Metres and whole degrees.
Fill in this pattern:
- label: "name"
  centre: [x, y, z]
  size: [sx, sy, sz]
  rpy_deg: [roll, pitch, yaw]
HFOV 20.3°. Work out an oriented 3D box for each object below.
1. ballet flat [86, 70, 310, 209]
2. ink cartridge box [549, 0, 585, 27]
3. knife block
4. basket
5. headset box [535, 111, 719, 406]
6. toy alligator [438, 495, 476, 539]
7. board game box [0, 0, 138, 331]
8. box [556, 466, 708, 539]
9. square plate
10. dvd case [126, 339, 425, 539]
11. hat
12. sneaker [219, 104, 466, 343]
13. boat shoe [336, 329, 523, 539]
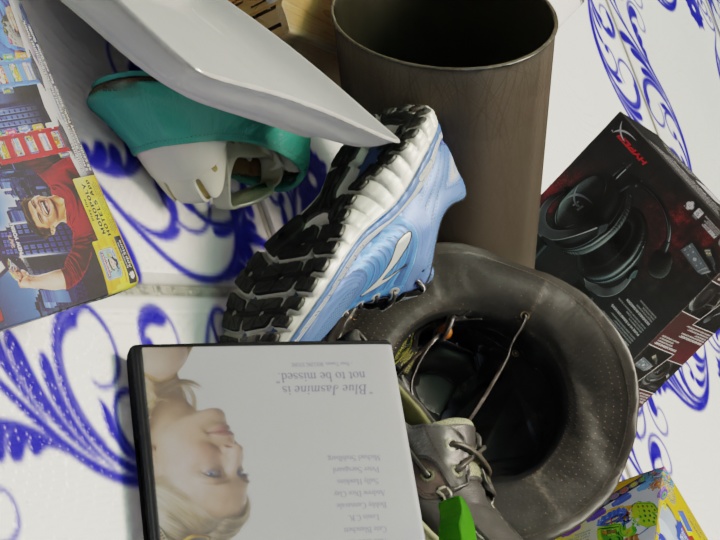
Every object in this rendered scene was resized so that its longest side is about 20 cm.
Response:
- label: "ballet flat"
  centre: [-0.084, -0.071, 1.162]
  size: [0.200, 0.067, 0.071]
  rpy_deg: [2, 81, -62]
- label: "ink cartridge box"
  centre: [0.092, -0.213, 1.562]
  size: [0.086, 0.146, 0.200]
  rpy_deg: [63, 24, -11]
- label: "knife block"
  centre: [-0.020, -0.146, 1.365]
  size: [0.176, 0.064, 0.200]
  rpy_deg: [53, 26, -27]
- label: "basket"
  centre: [0.056, -0.073, 1.294]
  size: [0.180, 0.136, 0.201]
  rpy_deg: [-124, -153, -57]
- label: "headset box"
  centre: [0.179, 0.011, 1.465]
  size: [0.149, 0.200, 0.077]
  rpy_deg: [53, 16, 30]
- label: "toy alligator"
  centre: [0.061, 0.210, 1.036]
  size: [0.054, 0.059, 0.201]
  rpy_deg: [25, 48, -57]
- label: "board game box"
  centre: [-0.205, -0.060, 0.891]
  size: [0.200, 0.062, 0.200]
  rpy_deg: [67, 24, 1]
- label: "box"
  centre: [0.188, 0.278, 1.338]
  size: [0.200, 0.122, 0.193]
  rpy_deg: [57, 26, -20]
- label: "square plate"
  centre: [-0.098, -0.132, 1.116]
  size: [0.200, 0.028, 0.198]
  rpy_deg: [41, 14, 31]
- label: "dvd case"
  centre: [-0.039, 0.125, 1.009]
  size: [0.142, 0.018, 0.200]
  rpy_deg: [0, 58, -16]
- label: "hat"
  centre: [0.068, 0.085, 1.257]
  size: [0.081, 0.200, 0.201]
  rpy_deg: [117, -45, -74]
- label: "sneaker"
  centre: [0.000, 0.000, 1.160]
  size: [0.200, 0.078, 0.089]
  rpy_deg: [-51, 121, -21]
- label: "boat shoe"
  centre: [0.039, 0.109, 1.143]
  size: [0.201, 0.066, 0.072]
  rpy_deg: [42, 10, 28]
